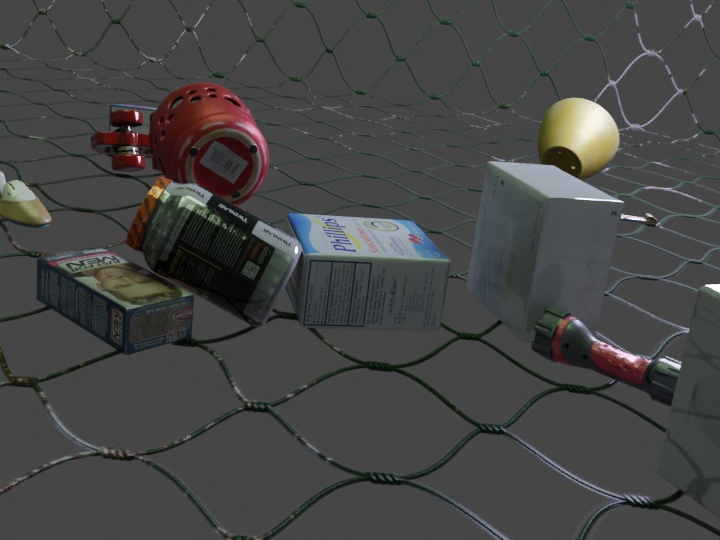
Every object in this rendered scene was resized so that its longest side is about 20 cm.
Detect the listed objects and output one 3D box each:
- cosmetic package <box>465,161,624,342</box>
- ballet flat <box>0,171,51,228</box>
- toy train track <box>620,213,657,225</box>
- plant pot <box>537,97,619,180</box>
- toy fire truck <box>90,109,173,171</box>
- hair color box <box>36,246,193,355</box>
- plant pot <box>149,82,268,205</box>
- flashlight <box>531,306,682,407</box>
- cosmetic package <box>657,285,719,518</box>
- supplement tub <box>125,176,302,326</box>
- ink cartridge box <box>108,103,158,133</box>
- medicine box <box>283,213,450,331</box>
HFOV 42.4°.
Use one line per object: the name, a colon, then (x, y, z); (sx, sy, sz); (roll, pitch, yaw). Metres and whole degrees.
cosmetic package: (0.252, -0.030, 1.309); (0.121, 0.203, 0.200); (1, 19, -19)
ballet flat: (-0.568, -0.121, 1.478); (0.198, 0.064, 0.068); (19, 22, 29)
toy train track: (0.531, -0.127, 1.966); (0.196, 0.033, 0.115); (8, 19, -1)
plant pot: (0.508, -0.292, 2.246); (0.197, 0.202, 0.142); (16, 45, 25)
toy fire truck: (-0.447, -0.251, 1.873); (0.197, 0.114, 0.167); (-3, -3, -29)
hair color box: (-0.303, 0.032, 1.136); (0.198, 0.062, 0.099); (23, 24, 37)
plant pot: (-0.271, -0.216, 1.678); (0.197, 0.203, 0.183); (-1, 28, -23)
flashlight: (0.310, 0.106, 1.142); (0.198, 0.069, 0.067); (21, 22, 37)
cosmetic package: (0.401, 0.140, 0.843); (0.121, 0.203, 0.200); (-2, 21, -25)
supplement tub: (-0.182, -0.027, 1.156); (0.198, 0.124, 0.123); (29, 17, -6)
ink cartridge box: (-0.464, -0.325, 2.071); (0.134, 0.078, 0.200); (8, 7, 4)
medicine box: (0.000, 0.000, 1.280); (0.196, 0.105, 0.182); (3, 19, -15)
